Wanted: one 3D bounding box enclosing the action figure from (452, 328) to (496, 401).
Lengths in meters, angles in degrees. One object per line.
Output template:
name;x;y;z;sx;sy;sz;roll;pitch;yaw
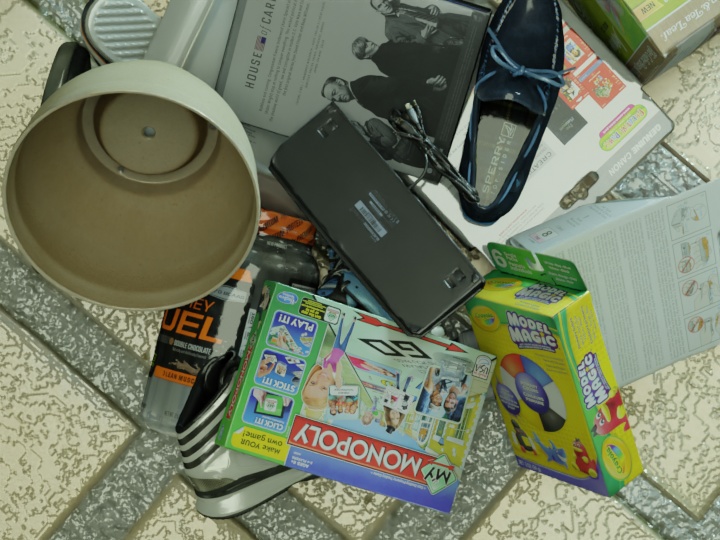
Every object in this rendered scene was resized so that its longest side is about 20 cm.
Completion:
action figure;0.038;0.094;1.679;0.200;0.069;0.130;-9;95;6

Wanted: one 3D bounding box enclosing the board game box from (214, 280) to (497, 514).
board game box;-0.001;0.102;1.554;0.200;0.029;0.135;18;86;-21

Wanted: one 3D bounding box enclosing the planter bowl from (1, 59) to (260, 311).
planter bowl;-0.175;-0.086;1.571;0.200;0.135;0.201;1;123;1

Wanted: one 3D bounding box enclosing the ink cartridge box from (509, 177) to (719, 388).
ink cartridge box;0.231;0.012;1.651;0.200;0.057;0.163;-25;121;-18

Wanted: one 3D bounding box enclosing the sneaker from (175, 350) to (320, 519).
sneaker;-0.057;0.107;1.577;0.200;0.076;0.116;-27;112;-23

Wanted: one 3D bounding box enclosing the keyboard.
keyboard;0.029;-0.055;1.570;0.127;0.021;0.200;-39;75;0

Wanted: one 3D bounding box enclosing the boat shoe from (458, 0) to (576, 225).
boat shoe;0.129;-0.135;1.594;0.084;0.069;0.200;7;90;2

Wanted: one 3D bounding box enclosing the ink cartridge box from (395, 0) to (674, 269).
ink cartridge box;0.136;-0.115;1.670;0.200;0.084;0.176;-43;88;1

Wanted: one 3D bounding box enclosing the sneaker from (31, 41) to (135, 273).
sneaker;-0.222;-0.095;1.692;0.114;0.076;0.200;3;91;1

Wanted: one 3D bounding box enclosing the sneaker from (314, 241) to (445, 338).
sneaker;0.000;0.000;1.610;0.090;0.078;0.200;-10;71;-34

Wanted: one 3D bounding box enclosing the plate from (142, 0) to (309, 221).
plate;-0.083;-0.161;1.664;0.199;0.032;0.200;24;93;-22

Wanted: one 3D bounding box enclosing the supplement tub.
supplement tub;-0.106;0.047;1.656;0.122;0.123;0.200;13;89;3

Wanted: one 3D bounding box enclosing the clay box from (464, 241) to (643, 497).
clay box;0.150;0.078;1.584;0.048;0.115;0.200;-34;117;-27

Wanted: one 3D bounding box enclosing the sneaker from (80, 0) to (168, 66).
sneaker;-0.163;-0.162;1.694;0.078;0.079;0.200;-41;109;-7

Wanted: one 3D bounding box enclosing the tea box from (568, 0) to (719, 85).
tea box;0.232;-0.273;1.613;0.134;0.200;0.197;-37;87;0

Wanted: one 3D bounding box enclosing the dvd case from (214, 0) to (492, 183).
dvd case;-0.009;-0.170;1.600;0.200;0.025;0.151;18;110;3
